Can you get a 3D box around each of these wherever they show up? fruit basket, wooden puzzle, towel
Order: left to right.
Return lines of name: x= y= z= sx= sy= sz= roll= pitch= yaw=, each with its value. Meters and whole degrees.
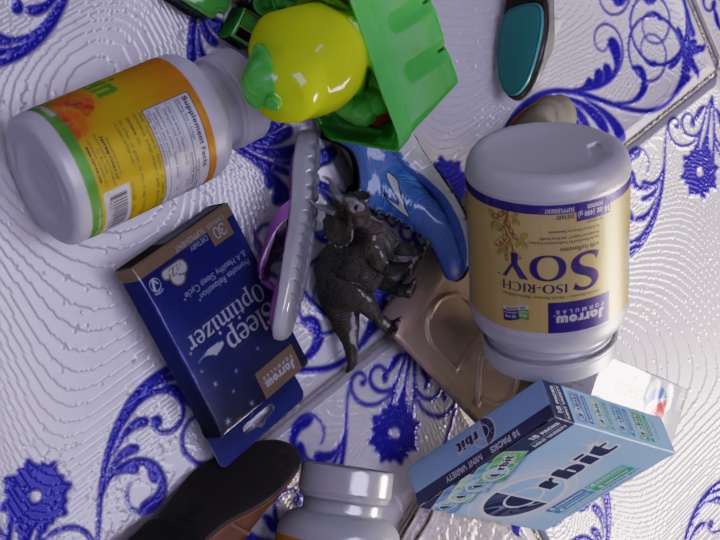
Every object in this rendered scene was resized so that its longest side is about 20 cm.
fruit basket: x=-0.034 y=-0.186 z=1.141 sx=0.215 sy=0.155 sz=0.217 roll=-8 pitch=104 yaw=-32
towel: x=0.108 y=0.304 z=1.355 sx=0.200 sy=0.034 sz=0.133 roll=40 pitch=69 yaw=-27
wooden puzzle: x=0.127 y=0.048 z=1.366 sx=0.200 sy=0.046 sz=0.185 roll=44 pitch=67 yaw=-20

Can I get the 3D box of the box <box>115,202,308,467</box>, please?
box: x=-0.118 y=0.057 z=1.198 sx=0.121 sy=0.032 sz=0.201 roll=-39 pitch=112 yaw=-40

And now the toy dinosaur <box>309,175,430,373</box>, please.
toy dinosaur: x=0.000 y=0.000 z=1.256 sx=0.102 sy=0.201 sz=0.077 roll=22 pitch=40 yaw=9

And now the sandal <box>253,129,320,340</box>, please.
sandal: x=-0.069 y=-0.031 z=1.220 sx=0.050 sy=0.083 sz=0.203 roll=5 pitch=62 yaw=6

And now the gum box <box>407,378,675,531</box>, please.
gum box: x=0.172 y=0.179 z=1.301 sx=0.200 sy=0.170 sz=0.045 roll=19 pitch=43 yaw=-44

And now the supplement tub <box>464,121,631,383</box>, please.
supplement tub: x=0.167 y=-0.017 z=1.230 sx=0.145 sy=0.145 sz=0.201 roll=-23 pitch=122 yaw=-31

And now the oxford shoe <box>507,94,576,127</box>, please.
oxford shoe: x=0.180 y=-0.118 z=1.362 sx=0.071 sy=0.074 sz=0.200 roll=44 pitch=47 yaw=-12

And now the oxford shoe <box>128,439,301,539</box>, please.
oxford shoe: x=-0.128 y=0.221 z=1.194 sx=0.200 sy=0.071 sz=0.071 roll=-38 pitch=139 yaw=-30

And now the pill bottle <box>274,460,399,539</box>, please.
pill bottle: x=-0.025 y=0.274 z=1.220 sx=0.112 sy=0.113 sz=0.201 roll=13 pitch=82 yaw=-32

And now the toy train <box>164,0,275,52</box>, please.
toy train: x=-0.091 y=-0.218 z=1.227 sx=0.200 sy=0.042 sz=0.057 roll=29 pitch=84 yaw=-30

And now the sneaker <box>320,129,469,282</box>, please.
sneaker: x=0.032 y=-0.070 z=1.288 sx=0.089 sy=0.079 sz=0.200 roll=-35 pitch=95 yaw=-4

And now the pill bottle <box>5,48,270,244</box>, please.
pill bottle: x=-0.176 y=-0.110 z=1.126 sx=0.200 sy=0.111 sz=0.111 roll=-29 pitch=105 yaw=-30

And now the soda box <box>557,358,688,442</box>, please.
soda box: x=0.257 y=0.126 z=1.398 sx=0.200 sy=0.064 sz=0.068 roll=22 pitch=86 yaw=-50

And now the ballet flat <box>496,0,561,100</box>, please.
ballet flat: x=0.177 y=-0.270 z=1.388 sx=0.064 sy=0.067 sz=0.201 roll=0 pitch=90 yaw=-40
